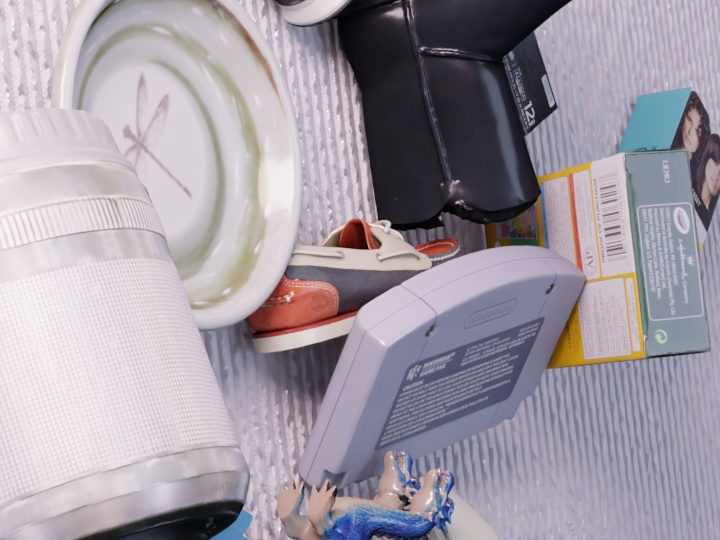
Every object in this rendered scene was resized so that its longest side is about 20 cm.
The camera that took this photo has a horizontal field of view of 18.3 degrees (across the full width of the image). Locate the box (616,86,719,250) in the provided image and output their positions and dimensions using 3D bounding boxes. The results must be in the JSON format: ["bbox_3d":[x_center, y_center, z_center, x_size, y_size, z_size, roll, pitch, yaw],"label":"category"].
[{"bbox_3d":[0.220,-0.041,1.680,0.082,0.049,0.200,56,42,-33],"label":"box"}]

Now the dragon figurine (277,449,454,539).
[{"bbox_3d":[-0.010,0.181,1.257,0.099,0.059,0.200,34,64,-31],"label":"dragon figurine"}]

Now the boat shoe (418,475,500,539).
[{"bbox_3d":[0.053,0.188,1.330,0.072,0.060,0.202,33,14,-19],"label":"boat shoe"}]

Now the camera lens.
[{"bbox_3d":[-0.149,0.048,0.999,0.160,0.160,0.200,-3,69,-55],"label":"camera lens"}]

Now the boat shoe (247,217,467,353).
[{"bbox_3d":[0.000,0.000,1.341,0.200,0.071,0.063,-16,94,-51],"label":"boat shoe"}]

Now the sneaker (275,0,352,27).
[{"bbox_3d":[-0.008,-0.254,1.330,0.201,0.076,0.115,-54,126,-13],"label":"sneaker"}]

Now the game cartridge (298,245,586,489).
[{"bbox_3d":[0.053,0.052,1.350,0.200,0.042,0.133,-16,133,-48],"label":"game cartridge"}]

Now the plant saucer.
[{"bbox_3d":[-0.108,-0.064,1.207,0.200,0.050,0.200,16,70,-52],"label":"plant saucer"}]

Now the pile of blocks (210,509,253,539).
[{"bbox_3d":[-0.088,0.159,1.174,0.082,0.062,0.200,-1,85,-13],"label":"pile of blocks"}]

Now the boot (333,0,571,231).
[{"bbox_3d":[0.087,-0.120,1.385,0.076,0.200,0.168,-51,125,-74],"label":"boot"}]

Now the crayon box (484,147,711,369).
[{"bbox_3d":[0.148,-0.003,1.439,0.052,0.200,0.126,-5,87,-23],"label":"crayon box"}]

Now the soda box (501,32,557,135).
[{"bbox_3d":[0.061,-0.182,1.456,0.063,0.071,0.200,-40,115,-57],"label":"soda box"}]
